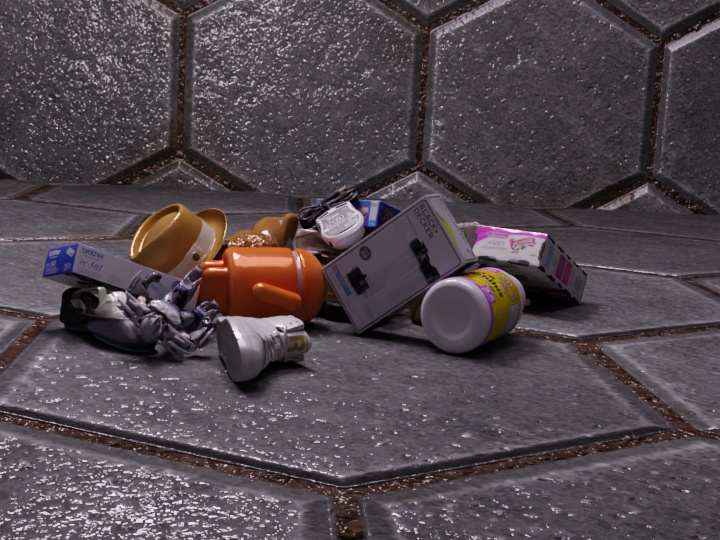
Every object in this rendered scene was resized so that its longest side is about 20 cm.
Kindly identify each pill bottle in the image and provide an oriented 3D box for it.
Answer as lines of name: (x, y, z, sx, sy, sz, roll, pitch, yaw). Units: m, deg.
pill bottle: (0.170, 0.052, 1.611, 0.103, 0.106, 0.199, 8, 10, 27)

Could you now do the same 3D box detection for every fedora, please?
fedora: (-0.302, -0.040, 1.759, 0.082, 0.201, 0.200, 48, -18, -31)

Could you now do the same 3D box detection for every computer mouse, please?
computer mouse: (-0.036, -0.073, 1.779, 0.109, 0.044, 0.200, -28, 24, -1)

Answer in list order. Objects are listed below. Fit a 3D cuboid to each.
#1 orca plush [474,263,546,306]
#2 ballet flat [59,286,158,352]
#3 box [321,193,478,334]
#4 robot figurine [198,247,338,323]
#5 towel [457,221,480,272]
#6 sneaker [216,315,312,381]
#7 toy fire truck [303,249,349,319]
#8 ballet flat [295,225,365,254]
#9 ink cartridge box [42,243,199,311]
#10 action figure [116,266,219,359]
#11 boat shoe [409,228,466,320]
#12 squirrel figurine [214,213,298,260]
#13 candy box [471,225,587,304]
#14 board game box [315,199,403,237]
orca plush: (0.218, 0.027, 1.888, 0.197, 0.072, 0.105, 2, 9, -9)
ballet flat: (-0.342, 0.058, 1.504, 0.073, 0.074, 0.199, -6, 13, -45)
box: (0.055, -0.010, 1.611, 0.199, 0.118, 0.060, -33, -10, 23)
robot figurine: (-0.136, 0.025, 1.643, 0.197, 0.118, 0.144, 0, -24, -17)
towel: (0.146, -0.015, 1.933, 0.034, 0.134, 0.199, 6, 9, 43)
sneaker: (-0.113, 0.088, 1.385, 0.114, 0.075, 0.200, -2, 9, -13)
toy fire truck: (0.000, 0.000, 1.793, 0.174, 0.130, 0.199, 7, 9, 27)
ballet flat: (-0.018, -0.028, 1.932, 0.197, 0.068, 0.068, 10, -11, -7)
ink cartridge box: (-0.336, 0.016, 1.583, 0.199, 0.045, 0.093, 22, -19, -38)
action figure: (-0.246, 0.052, 1.475, 0.130, 0.069, 0.200, 48, 12, 0)
boat shoe: (0.128, 0.007, 1.695, 0.065, 0.202, 0.072, 8, 48, -13)
squirrel figurine: (-0.209, -0.016, 1.816, 0.184, 0.144, 0.200, -1, 5, 14)
candy box: (0.293, -0.009, 1.933, 0.135, 0.062, 0.200, 10, -14, 34)
board game box: (0.029, -0.077, 1.943, 0.133, 0.045, 0.199, 5, -8, 34)
